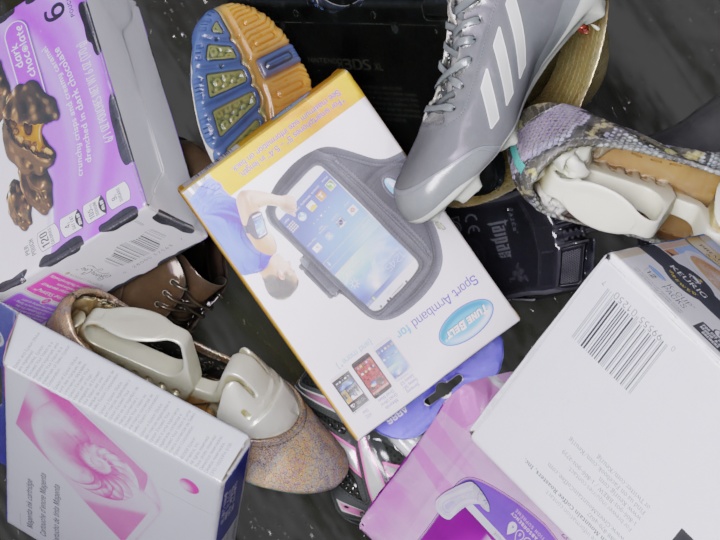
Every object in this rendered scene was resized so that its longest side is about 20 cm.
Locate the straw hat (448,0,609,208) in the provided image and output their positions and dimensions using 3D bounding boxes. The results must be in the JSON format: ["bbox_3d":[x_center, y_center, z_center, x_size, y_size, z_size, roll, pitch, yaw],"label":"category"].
[{"bbox_3d":[0.100,-0.128,1.432,0.200,0.085,0.203,-11,75,44],"label":"straw hat"}]

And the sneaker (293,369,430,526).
[{"bbox_3d":[0.030,0.130,1.448,0.086,0.080,0.200,-46,71,17],"label":"sneaker"}]

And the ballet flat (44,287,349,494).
[{"bbox_3d":[-0.095,0.067,1.399,0.199,0.068,0.068,23,135,4],"label":"ballet flat"}]

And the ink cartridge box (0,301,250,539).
[{"bbox_3d":[-0.164,0.113,1.420,0.199,0.197,0.043,27,57,10],"label":"ink cartridge box"}]

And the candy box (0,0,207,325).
[{"bbox_3d":[-0.209,-0.055,1.455,0.199,0.071,0.169,-29,64,21],"label":"candy box"}]

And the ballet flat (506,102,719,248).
[{"bbox_3d":[0.174,-0.034,1.328,0.199,0.072,0.073,16,89,-7],"label":"ballet flat"}]

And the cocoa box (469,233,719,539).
[{"bbox_3d":[0.185,0.097,1.237,0.200,0.131,0.134,45,116,19],"label":"cocoa box"}]

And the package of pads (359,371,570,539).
[{"bbox_3d":[0.104,0.165,1.319,0.200,0.075,0.121,45,117,21],"label":"package of pads"}]

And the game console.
[{"bbox_3d":[0.028,-0.150,1.435,0.199,0.116,0.177,7,117,47],"label":"game console"}]

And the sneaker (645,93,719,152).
[{"bbox_3d":[0.233,-0.003,1.420,0.106,0.075,0.201,-23,82,21],"label":"sneaker"}]

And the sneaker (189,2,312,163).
[{"bbox_3d":[-0.058,-0.059,1.434,0.075,0.088,0.201,-23,97,-17],"label":"sneaker"}]

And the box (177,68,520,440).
[{"bbox_3d":[0.000,0.000,1.377,0.119,0.041,0.201,-36,96,-3],"label":"box"}]

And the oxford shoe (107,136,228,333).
[{"bbox_3d":[-0.127,0.018,1.464,0.084,0.072,0.202,17,92,43],"label":"oxford shoe"}]

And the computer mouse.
[{"bbox_3d":[0.110,0.008,1.438,0.199,0.046,0.142,-17,93,26],"label":"computer mouse"}]

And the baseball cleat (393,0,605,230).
[{"bbox_3d":[0.060,-0.125,1.300,0.106,0.070,0.201,41,73,-21],"label":"baseball cleat"}]
